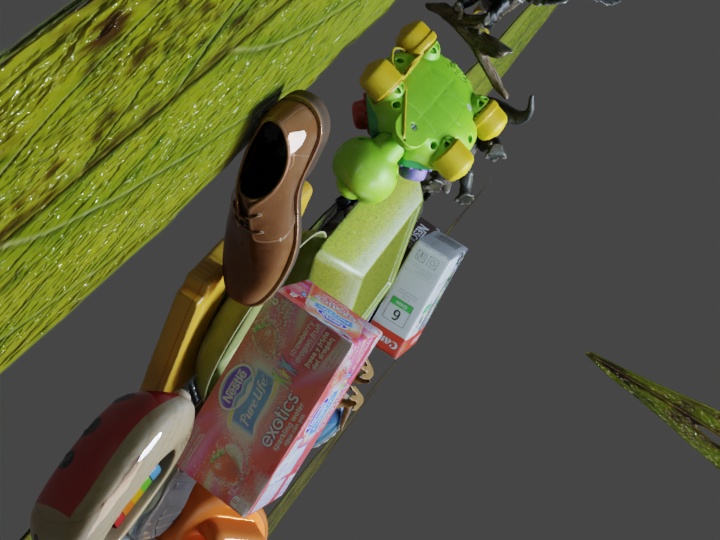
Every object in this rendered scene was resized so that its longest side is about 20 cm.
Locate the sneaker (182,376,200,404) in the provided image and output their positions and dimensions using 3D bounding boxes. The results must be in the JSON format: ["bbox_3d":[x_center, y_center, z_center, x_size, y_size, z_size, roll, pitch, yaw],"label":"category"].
[{"bbox_3d":[-0.119,0.092,1.579,0.200,0.078,0.079,-53,179,6],"label":"sneaker"}]

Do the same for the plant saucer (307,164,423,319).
[{"bbox_3d":[0.000,0.000,1.564,0.200,0.048,0.201,-52,167,-41],"label":"plant saucer"}]

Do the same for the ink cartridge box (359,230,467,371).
[{"bbox_3d":[0.050,0.054,1.739,0.201,0.050,0.109,-62,171,14],"label":"ink cartridge box"}]

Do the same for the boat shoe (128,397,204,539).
[{"bbox_3d":[-0.189,0.179,1.519,0.200,0.072,0.076,-53,156,2],"label":"boat shoe"}]

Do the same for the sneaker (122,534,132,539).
[{"bbox_3d":[-0.243,0.300,1.503,0.074,0.115,0.200,-54,171,-3],"label":"sneaker"}]

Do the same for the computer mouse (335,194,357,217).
[{"bbox_3d":[0.017,-0.130,1.669,0.141,0.046,0.200,-59,-175,-18],"label":"computer mouse"}]

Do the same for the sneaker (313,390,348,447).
[{"bbox_3d":[-0.108,0.169,1.686,0.199,0.079,0.090,-17,163,12],"label":"sneaker"}]

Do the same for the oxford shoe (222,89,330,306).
[{"bbox_3d":[-0.086,-0.052,1.241,0.071,0.071,0.201,-37,148,-56],"label":"oxford shoe"}]

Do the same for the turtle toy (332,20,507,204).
[{"bbox_3d":[0.045,-0.145,1.496,0.101,0.146,0.200,-33,-167,51],"label":"turtle toy"}]

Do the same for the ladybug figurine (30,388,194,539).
[{"bbox_3d":[-0.220,0.180,1.307,0.200,0.072,0.136,-53,171,-24],"label":"ladybug figurine"}]

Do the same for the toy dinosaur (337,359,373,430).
[{"bbox_3d":[-0.034,0.126,1.582,0.200,0.106,0.061,22,66,-53],"label":"toy dinosaur"}]

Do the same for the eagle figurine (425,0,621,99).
[{"bbox_3d":[0.166,-0.303,1.561,0.200,0.151,0.152,-39,130,-22],"label":"eagle figurine"}]

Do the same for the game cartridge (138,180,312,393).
[{"bbox_3d":[-0.127,0.021,1.406,0.200,0.032,0.177,-51,170,-47],"label":"game cartridge"}]

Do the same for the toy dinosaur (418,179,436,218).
[{"bbox_3d":[0.047,-0.076,1.742,0.103,0.077,0.201,-60,-174,39],"label":"toy dinosaur"}]

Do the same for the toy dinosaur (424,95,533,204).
[{"bbox_3d":[0.110,-0.141,1.606,0.200,0.076,0.103,126,-35,-46],"label":"toy dinosaur"}]

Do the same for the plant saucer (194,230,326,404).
[{"bbox_3d":[-0.101,0.039,1.427,0.201,0.031,0.200,-55,172,-12],"label":"plant saucer"}]

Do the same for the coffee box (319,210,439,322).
[{"bbox_3d":[-0.001,-0.008,1.785,0.200,0.113,0.080,-47,168,-52],"label":"coffee box"}]

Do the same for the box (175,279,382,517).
[{"bbox_3d":[-0.079,0.119,1.410,0.201,0.094,0.103,-59,168,13],"label":"box"}]

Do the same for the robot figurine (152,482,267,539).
[{"bbox_3d":[-0.172,0.261,1.614,0.116,0.200,0.145,-26,122,-17],"label":"robot figurine"}]
